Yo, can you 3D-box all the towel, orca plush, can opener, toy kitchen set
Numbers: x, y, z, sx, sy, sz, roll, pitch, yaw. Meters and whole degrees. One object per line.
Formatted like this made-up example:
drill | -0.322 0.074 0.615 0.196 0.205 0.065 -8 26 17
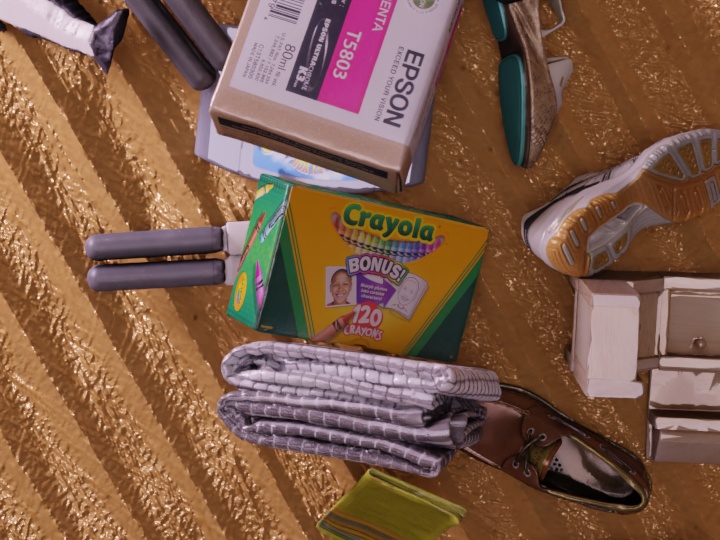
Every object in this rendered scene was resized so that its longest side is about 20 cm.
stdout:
towel | 0.021 0.206 1.270 0.086 0.200 0.018 22 66 -4
towel | 0.001 0.109 1.252 0.199 0.166 0.086 7 88 17
orca plush | -0.270 -0.248 1.298 0.199 0.105 0.071 22 55 23
can opener | -0.132 -0.011 1.307 0.199 0.067 0.054 -4 94 -5
can opener | -0.173 -0.243 1.296 0.053 0.067 0.200 -36 94 15
toy kitchen set | 0.270 0.092 1.252 0.199 0.180 0.164 2 96 2

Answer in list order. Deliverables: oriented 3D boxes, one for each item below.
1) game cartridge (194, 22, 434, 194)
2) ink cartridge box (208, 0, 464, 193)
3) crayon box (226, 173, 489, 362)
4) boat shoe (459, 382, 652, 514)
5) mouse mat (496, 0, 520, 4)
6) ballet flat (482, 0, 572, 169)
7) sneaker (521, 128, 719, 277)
game cartridge | -0.038 -0.133 1.318 0.199 0.040 0.134 7 99 2
ink cartridge box | -0.013 -0.185 1.256 0.164 0.075 0.201 17 80 4
crayon box | 0.000 0.000 1.268 0.199 0.058 0.119 11 97 -32
boat shoe | 0.155 0.149 1.316 0.199 0.068 0.072 19 98 2
mouse mat | 0.144 -0.331 1.272 0.160 0.008 0.201 -21 92 -20
ballet flat | 0.143 -0.187 1.291 0.065 0.070 0.201 -12 98 -13
sneaker | 0.221 -0.068 1.294 0.199 0.088 0.076 -26 113 -18
